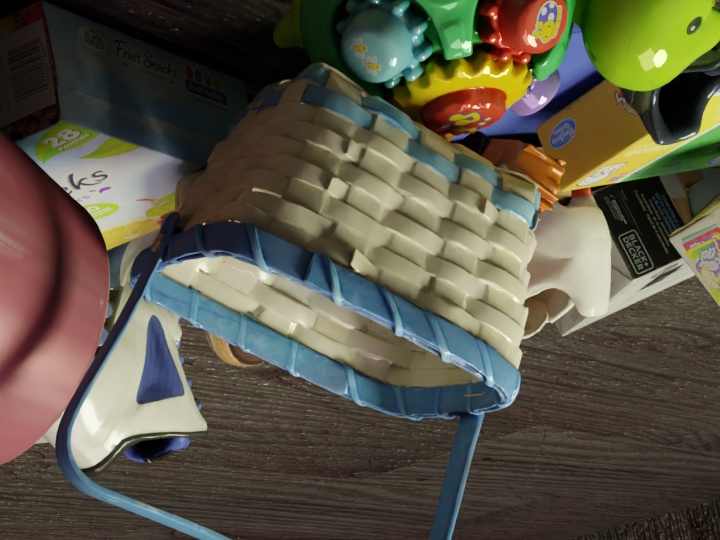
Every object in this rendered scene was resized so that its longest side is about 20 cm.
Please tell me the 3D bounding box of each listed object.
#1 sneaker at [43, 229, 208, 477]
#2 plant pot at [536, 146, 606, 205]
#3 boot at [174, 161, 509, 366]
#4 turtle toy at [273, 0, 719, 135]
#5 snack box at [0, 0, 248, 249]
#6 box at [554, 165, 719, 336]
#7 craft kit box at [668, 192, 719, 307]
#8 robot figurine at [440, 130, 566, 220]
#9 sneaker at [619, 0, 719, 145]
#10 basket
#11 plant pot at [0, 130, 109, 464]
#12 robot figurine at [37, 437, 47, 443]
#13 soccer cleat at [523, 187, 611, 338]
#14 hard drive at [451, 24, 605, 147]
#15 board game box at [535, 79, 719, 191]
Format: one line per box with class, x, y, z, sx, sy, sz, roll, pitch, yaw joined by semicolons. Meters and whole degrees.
sneaker;-0.131;0.042;1.041;0.080;0.200;0.116;-14;123;33
plant pot;0.062;-0.043;1.143;0.198;0.028;0.200;-7;175;-1
boot;0.000;0.000;0.961;0.164;0.073;0.200;0;157;6
turtle toy;0.059;-0.116;0.817;0.198;0.102;0.146;-11;164;2
snack box;-0.177;-0.053;0.939;0.199;0.068;0.168;-21;162;26
box;0.214;-0.036;1.174;0.198;0.061;0.117;-22;169;-22
craft kit box;0.300;0.003;1.080;0.197;0.201;0.048;-39;-178;-32
robot figurine;0.008;-0.038;1.017;0.144;0.059;0.199;35;143;-23
sneaker;0.180;-0.134;0.849;0.073;0.082;0.200;-3;150;-28
basket;-0.016;0.032;0.792;0.175;0.202;0.139;30;156;-19
plant pot;-0.210;-0.005;0.768;0.199;0.202;0.178;-22;144;35
robot figurine;-0.241;0.057;1.184;0.198;0.114;0.169;-4;169;-22
soccer cleat;0.076;0.005;1.104;0.069;0.079;0.199;-4;173;-32
hard drive;0.085;-0.105;1.011;0.130;0.026;0.200;-6;163;-16
board game box;0.213;-0.109;0.997;0.152;0.041;0.200;-11;165;-39
